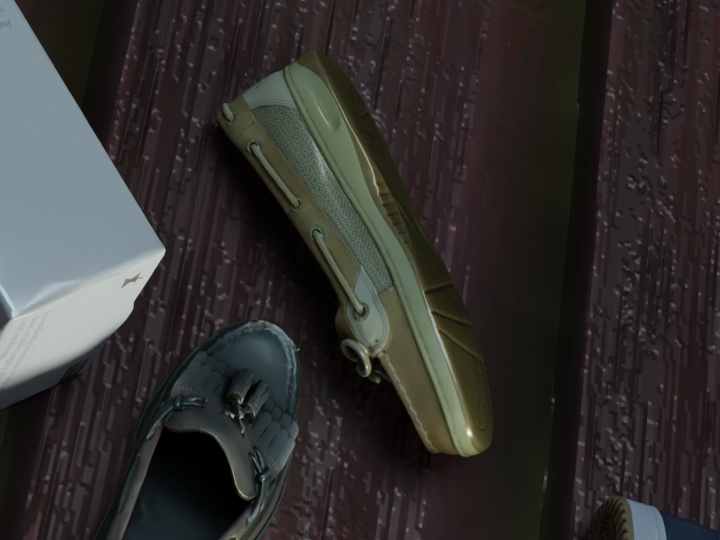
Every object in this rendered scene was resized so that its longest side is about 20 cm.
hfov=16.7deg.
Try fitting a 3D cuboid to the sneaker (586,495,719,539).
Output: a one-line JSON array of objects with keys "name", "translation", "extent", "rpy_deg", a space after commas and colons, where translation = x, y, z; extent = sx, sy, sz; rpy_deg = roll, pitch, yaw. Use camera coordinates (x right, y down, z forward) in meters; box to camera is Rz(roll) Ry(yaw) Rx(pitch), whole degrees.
[{"name": "sneaker", "translation": [0.153, 0.198, 1.058], "extent": [0.108, 0.070, 0.201], "rpy_deg": [14, 55, -16]}]

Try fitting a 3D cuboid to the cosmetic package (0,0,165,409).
[{"name": "cosmetic package", "translation": [-0.175, -0.050, 1.017], "extent": [0.081, 0.113, 0.201], "rpy_deg": [-21, 71, -33]}]

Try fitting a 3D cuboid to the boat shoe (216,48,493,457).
[{"name": "boat shoe", "translation": [-0.001, -0.001, 1.108], "extent": [0.202, 0.063, 0.073], "rpy_deg": [65, 12, 13]}]

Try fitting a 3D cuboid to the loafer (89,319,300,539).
[{"name": "loafer", "translation": [-0.069, 0.094, 1.014], "extent": [0.072, 0.063, 0.201], "rpy_deg": [33, 54, -5]}]
